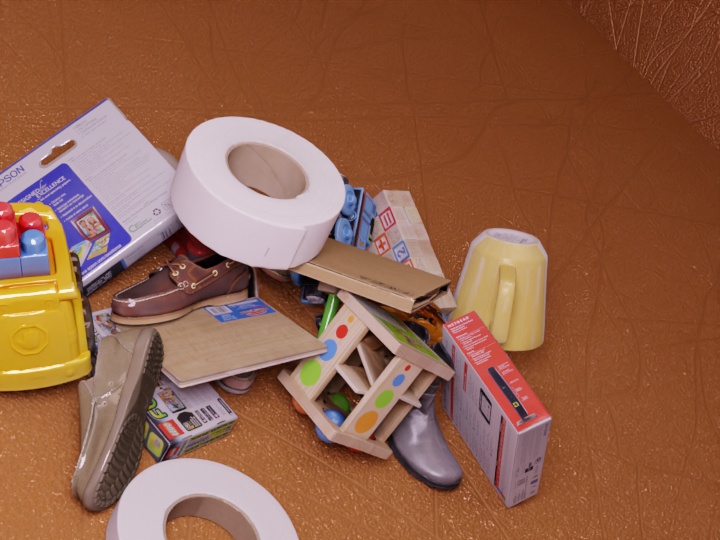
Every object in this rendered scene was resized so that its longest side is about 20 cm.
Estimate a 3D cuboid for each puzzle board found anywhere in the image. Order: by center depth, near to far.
[{"bbox_3d":[-0.161,0.082,1.199,0.200,0.017,0.151,-10,28,-39],"label":"puzzle board"}]

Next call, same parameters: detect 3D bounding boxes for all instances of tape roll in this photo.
[{"bbox_3d":[-0.156,0.279,1.035,0.202,0.037,0.203,23,32,-16],"label":"tape roll"},{"bbox_3d":[-0.121,-0.095,1.228,0.202,0.071,0.203,18,38,-15],"label":"tape roll"}]

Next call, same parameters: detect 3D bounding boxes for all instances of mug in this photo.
[{"bbox_3d":[0.218,0.028,1.509,0.149,0.154,0.187,1,18,-26],"label":"mug"}]

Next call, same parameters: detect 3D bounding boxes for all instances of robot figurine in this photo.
[{"bbox_3d":[0.037,0.075,1.412,0.200,0.145,0.058,34,23,-16],"label":"robot figurine"}]

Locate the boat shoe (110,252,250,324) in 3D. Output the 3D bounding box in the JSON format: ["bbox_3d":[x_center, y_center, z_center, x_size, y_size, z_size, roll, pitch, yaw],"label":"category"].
[{"bbox_3d":[-0.216,0.013,1.238,0.070,0.071,0.200,19,23,35],"label":"boat shoe"}]

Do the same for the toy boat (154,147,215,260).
[{"bbox_3d":[-0.274,-0.065,1.364,0.131,0.131,0.200,-32,64,-25],"label":"toy boat"}]

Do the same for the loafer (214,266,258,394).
[{"bbox_3d":[-0.158,0.067,1.309,0.072,0.063,0.200,19,33,-21],"label":"loafer"}]

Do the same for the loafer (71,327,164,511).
[{"bbox_3d":[-0.259,0.150,1.060,0.067,0.076,0.201,5,57,12],"label":"loafer"}]

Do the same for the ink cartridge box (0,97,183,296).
[{"bbox_3d":[-0.333,-0.091,1.289,0.197,0.047,0.200,-39,67,-15],"label":"ink cartridge box"}]

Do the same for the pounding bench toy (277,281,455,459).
[{"bbox_3d":[-0.019,0.114,1.273,0.124,0.156,0.200,30,11,-48],"label":"pounding bench toy"}]

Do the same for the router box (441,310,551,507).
[{"bbox_3d":[0.168,0.180,1.321,0.049,0.200,0.180,-23,54,-14],"label":"router box"}]

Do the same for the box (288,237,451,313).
[{"bbox_3d":[0.000,0.000,1.288,0.199,0.021,0.163,19,14,18],"label":"box"}]

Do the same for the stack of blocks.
[{"bbox_3d":[0.054,-0.007,1.554,0.058,0.115,0.201,-2,63,-44],"label":"stack of blocks"}]

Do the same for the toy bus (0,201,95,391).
[{"bbox_3d":[-0.359,-0.004,1.079,0.135,0.192,0.200,-7,43,-18],"label":"toy bus"}]

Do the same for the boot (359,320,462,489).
[{"bbox_3d":[0.082,0.170,1.313,0.070,0.132,0.200,-7,48,-48],"label":"boot"}]

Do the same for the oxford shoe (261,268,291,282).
[{"bbox_3d":[-0.099,-0.054,1.524,0.071,0.074,0.200,28,31,-7],"label":"oxford shoe"}]

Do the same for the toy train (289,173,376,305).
[{"bbox_3d":[-0.037,-0.037,1.483,0.114,0.086,0.201,43,51,-56],"label":"toy train"}]

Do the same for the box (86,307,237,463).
[{"bbox_3d":[-0.244,0.123,1.178,0.200,0.035,0.110,45,33,21],"label":"box"}]
